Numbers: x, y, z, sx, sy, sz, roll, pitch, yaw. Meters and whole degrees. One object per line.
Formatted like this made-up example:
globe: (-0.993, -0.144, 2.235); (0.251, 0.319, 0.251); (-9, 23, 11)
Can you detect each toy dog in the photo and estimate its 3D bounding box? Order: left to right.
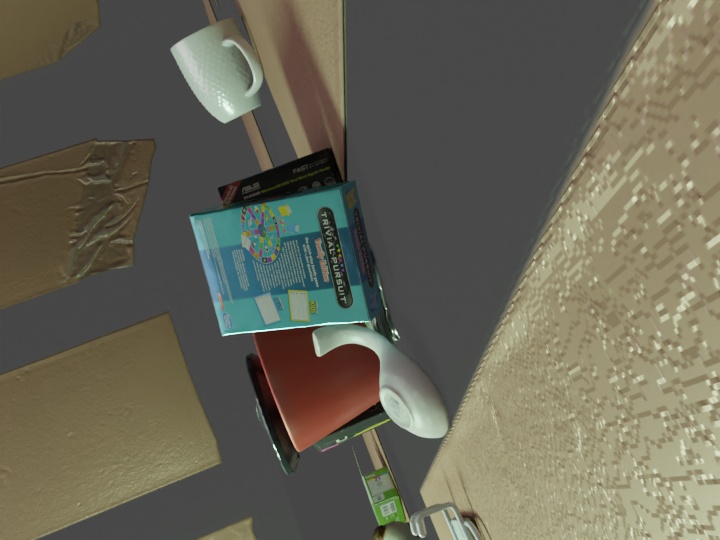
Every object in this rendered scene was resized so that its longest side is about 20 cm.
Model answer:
toy dog: (0.092, 0.652, 1.458); (0.200, 0.138, 0.196); (-124, 29, -60)

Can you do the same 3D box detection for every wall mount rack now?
wall mount rack: (0.116, 0.368, 0.781); (0.200, 0.074, 0.175); (89, 160, -69)

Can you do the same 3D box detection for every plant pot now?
plant pot: (-0.050, 0.146, 0.999); (0.200, 0.176, 0.202); (160, 90, -82)

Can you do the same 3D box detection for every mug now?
mug: (-0.267, -0.405, 1.335); (0.199, 0.147, 0.176); (-4, 117, 51)

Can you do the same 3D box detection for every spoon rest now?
spoon rest: (0.029, 0.115, 0.747); (0.199, 0.060, 0.100); (32, 142, 39)

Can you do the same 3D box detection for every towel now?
towel: (0.000, 0.000, 0.866); (0.200, 0.030, 0.150); (-123, 18, -68)

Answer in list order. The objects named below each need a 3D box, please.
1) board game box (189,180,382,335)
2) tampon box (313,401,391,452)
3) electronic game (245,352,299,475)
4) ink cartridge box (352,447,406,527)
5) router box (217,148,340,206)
board game box: (-0.086, -0.011, 0.760); (0.047, 0.198, 0.152); (-39, -60, -63)
tampon box: (-0.044, 0.188, 1.146); (0.126, 0.149, 0.201); (80, 168, -68)
electronic game: (-0.143, 0.227, 1.047); (0.200, 0.041, 0.202); (159, 90, -83)
ink cartridge box: (0.049, 0.594, 1.825); (0.201, 0.075, 0.149); (-117, 10, -48)
router box: (-0.114, -0.107, 0.904); (0.200, 0.149, 0.063); (-154, 44, -78)
